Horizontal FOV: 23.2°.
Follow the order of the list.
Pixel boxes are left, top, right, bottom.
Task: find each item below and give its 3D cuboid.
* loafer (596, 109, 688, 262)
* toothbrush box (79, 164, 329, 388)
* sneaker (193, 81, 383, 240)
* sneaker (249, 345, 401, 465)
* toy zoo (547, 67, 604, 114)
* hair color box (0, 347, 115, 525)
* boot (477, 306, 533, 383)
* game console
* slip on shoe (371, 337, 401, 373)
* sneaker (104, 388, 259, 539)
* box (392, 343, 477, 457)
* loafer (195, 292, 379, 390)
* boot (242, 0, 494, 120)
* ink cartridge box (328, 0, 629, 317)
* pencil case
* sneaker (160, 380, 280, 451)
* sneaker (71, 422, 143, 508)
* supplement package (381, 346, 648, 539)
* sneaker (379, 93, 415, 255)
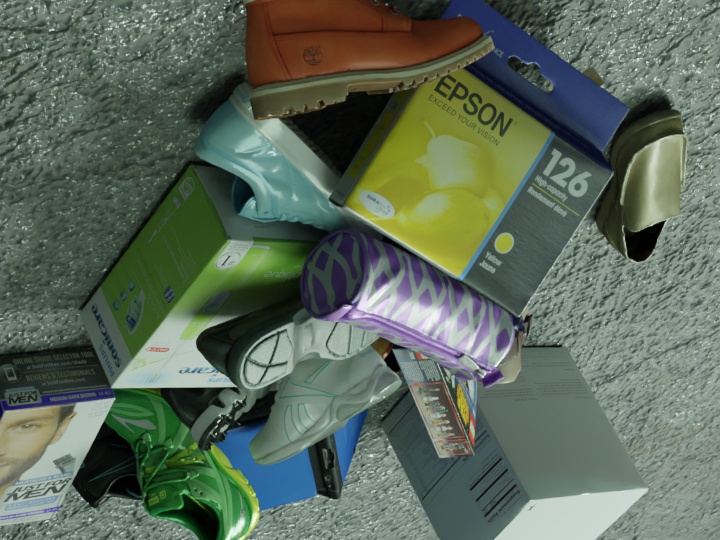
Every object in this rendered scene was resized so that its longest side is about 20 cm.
[{"bbox_3d":[0.284,-0.080,1.714,0.076,0.068,0.200,-20,150,-14],"label":"loafer"},{"bbox_3d":[-0.123,0.009,1.500,0.145,0.086,0.200,4,139,-44],"label":"toothbrush box"},{"bbox_3d":[-0.062,-0.068,1.417,0.082,0.074,0.200,-41,128,6],"label":"sneaker"},{"bbox_3d":[-0.043,0.114,1.604,0.070,0.080,0.200,-27,171,-48],"label":"sneaker"},{"bbox_3d":[0.135,-0.101,1.550,0.131,0.020,0.200,-31,168,-17],"label":"toy zoo"},{"bbox_3d":[-0.310,0.157,1.599,0.109,0.065,0.200,-5,142,-34],"label":"hair color box"},{"bbox_3d":[0.123,0.033,1.652,0.070,0.147,0.200,-2,175,18],"label":"boot"},{"bbox_3d":[-0.073,0.151,1.775,0.118,0.171,0.200,13,151,11],"label":"game console"},{"bbox_3d":[0.022,0.076,1.671,0.074,0.061,0.200,-56,165,-2],"label":"slip on shoe"},{"bbox_3d":[-0.176,0.184,1.640,0.074,0.200,0.084,-34,-167,44],"label":"sneaker"},{"bbox_3d":[0.073,0.069,1.656,0.040,0.137,0.200,-5,143,14],"label":"box"},{"bbox_3d":[-0.053,0.042,1.478,0.200,0.063,0.072,-19,125,-47],"label":"loafer"},{"bbox_3d":[0.006,-0.180,1.295,0.200,0.107,0.075,-13,-179,-26],"label":"boot"},{"bbox_3d":[0.106,-0.092,1.416,0.197,0.047,0.200,31,95,-27],"label":"ink cartridge box"},{"bbox_3d":[0.041,0.034,1.456,0.200,0.086,0.084,24,139,-37],"label":"pencil case"},{"bbox_3d":[-0.109,0.079,1.640,0.200,0.090,0.067,-40,162,-35],"label":"sneaker"},{"bbox_3d":[-0.200,0.187,1.721,0.200,0.079,0.075,-7,144,-35],"label":"sneaker"},{"bbox_3d":[0.167,0.205,1.930,0.191,0.200,0.147,1,139,-40],"label":"supplement package"},{"bbox_3d":[0.030,-0.070,1.501,0.075,0.079,0.200,-25,131,-26],"label":"sneaker"}]
